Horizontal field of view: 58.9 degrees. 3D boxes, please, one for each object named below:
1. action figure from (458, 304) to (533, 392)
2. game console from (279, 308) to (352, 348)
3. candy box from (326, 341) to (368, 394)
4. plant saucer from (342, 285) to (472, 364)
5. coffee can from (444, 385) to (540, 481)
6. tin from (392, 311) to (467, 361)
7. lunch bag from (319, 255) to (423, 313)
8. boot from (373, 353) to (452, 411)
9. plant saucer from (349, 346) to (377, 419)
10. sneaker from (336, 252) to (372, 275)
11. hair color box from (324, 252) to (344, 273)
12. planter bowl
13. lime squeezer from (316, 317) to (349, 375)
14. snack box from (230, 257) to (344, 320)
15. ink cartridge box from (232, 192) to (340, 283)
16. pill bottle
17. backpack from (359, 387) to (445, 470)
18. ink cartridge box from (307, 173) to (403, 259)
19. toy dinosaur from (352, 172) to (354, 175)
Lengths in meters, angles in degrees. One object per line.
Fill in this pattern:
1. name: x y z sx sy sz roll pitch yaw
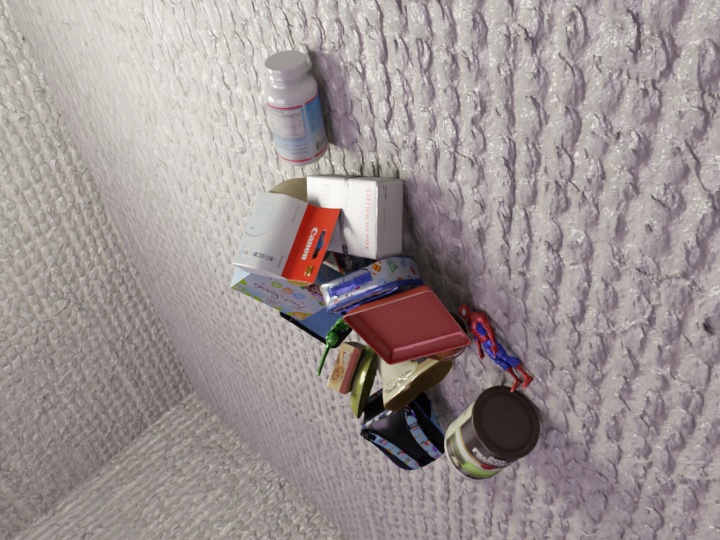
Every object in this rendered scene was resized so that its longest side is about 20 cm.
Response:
1. action figure: 0.259 0.150 1.261 0.202 0.051 0.065 54 157 2
2. game console: -0.079 0.119 1.588 0.198 0.171 0.119 35 -164 -25
3. candy box: -0.025 0.245 1.630 0.054 0.118 0.200 19 177 11
4. plant saucer: 0.095 0.106 1.265 0.196 0.037 0.200 -17 136 26
5. coffee can: 0.275 0.350 1.356 0.146 0.146 0.201 44 152 14
6. tin: 0.128 0.126 1.344 0.195 0.042 0.114 12 129 9
7. lunch bag: 0.018 0.033 1.292 0.197 0.159 0.077 -24 79 33
8. boot: 0.117 0.216 1.504 0.072 0.199 0.157 32 -152 -37
9. plant saucer: 0.011 0.273 1.620 0.030 0.203 0.202 15 142 10
10. sneaker: 0.000 0.000 1.446 0.076 0.087 0.203 26 142 21
11. hair color box: -0.066 -0.035 1.528 0.110 0.064 0.203 22 141 46
12. planter bowl: -0.159 -0.111 1.415 0.198 0.133 0.206 0 90 47
13. lime squeezer: -0.049 0.161 1.539 0.071 0.200 0.038 44 -177 30
14. snack box: -0.160 0.024 1.408 0.198 0.069 0.167 30 142 -29
15. ink cartridge box: -0.148 -0.067 1.252 0.197 0.163 0.047 8 162 38
16. pill bottle: -0.130 -0.318 1.255 0.108 0.108 0.203 30 145 35
17. backpack: 0.119 0.393 1.604 0.181 0.135 0.200 -37 108 20
18. ink cartridge box: -0.013 -0.112 1.264 0.197 0.083 0.149 13 107 43
19. toy dinosaur: 0.022 -0.092 1.332 0.105 0.060 0.203 26 142 43
